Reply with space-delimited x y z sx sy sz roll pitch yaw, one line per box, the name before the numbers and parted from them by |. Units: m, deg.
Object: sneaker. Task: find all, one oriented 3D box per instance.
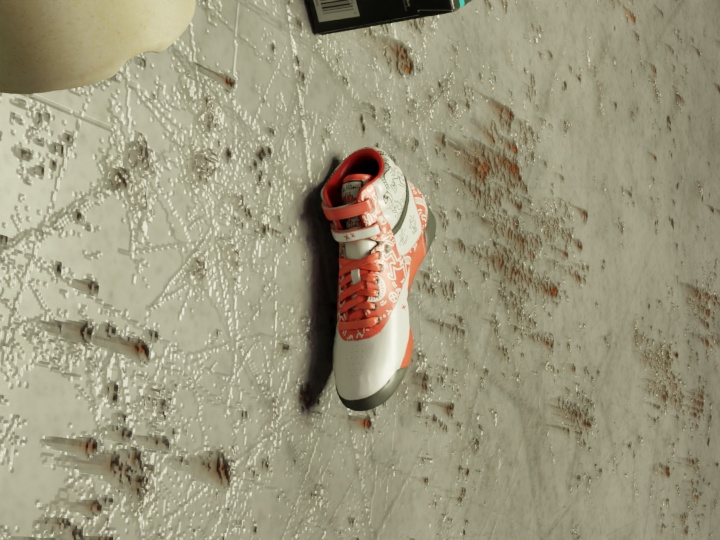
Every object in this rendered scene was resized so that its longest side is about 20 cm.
sneaker | -0.001 0.000 1.023 0.108 0.067 0.202 52 43 -41

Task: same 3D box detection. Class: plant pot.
plant pot | -0.168 -0.201 0.674 0.201 0.199 0.184 -56 144 -43

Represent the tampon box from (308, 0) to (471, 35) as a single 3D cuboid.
tampon box | 0.045 -0.295 1.058 0.200 0.126 0.151 -43 124 -52
